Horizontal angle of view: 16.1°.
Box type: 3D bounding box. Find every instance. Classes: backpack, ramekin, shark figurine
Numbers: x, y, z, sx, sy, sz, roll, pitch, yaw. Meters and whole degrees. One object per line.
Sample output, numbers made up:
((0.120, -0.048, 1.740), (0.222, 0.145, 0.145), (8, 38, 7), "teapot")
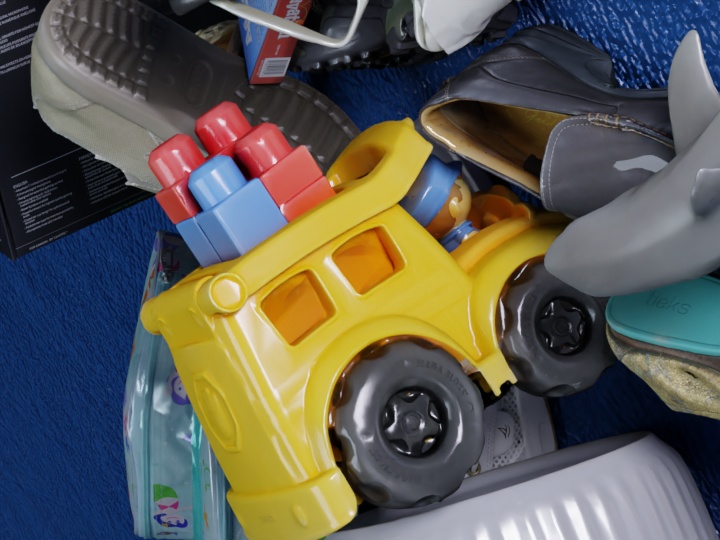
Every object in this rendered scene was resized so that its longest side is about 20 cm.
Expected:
((-0.047, 0.077, 1.312), (0.178, 0.149, 0.201), (94, 173, -45), "backpack")
((0.075, 0.146, 1.172), (0.200, 0.199, 0.106), (-19, 88, 66), "ramekin")
((0.138, -0.066, 0.942), (0.127, 0.089, 0.216), (25, 117, 24), "shark figurine")

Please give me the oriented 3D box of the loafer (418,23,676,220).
((0.104, -0.041, 1.070), (0.200, 0.072, 0.073), (30, 137, 50), "loafer")

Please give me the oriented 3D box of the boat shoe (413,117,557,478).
((0.043, 0.026, 1.261), (0.071, 0.069, 0.201), (21, 130, 60), "boat shoe")

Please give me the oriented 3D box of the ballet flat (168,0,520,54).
((0.011, -0.127, 1.053), (0.068, 0.198, 0.069), (-70, -17, -76), "ballet flat")

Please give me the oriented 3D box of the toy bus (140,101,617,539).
((0.000, 0.000, 1.142), (0.193, 0.199, 0.136), (59, 157, -4), "toy bus")

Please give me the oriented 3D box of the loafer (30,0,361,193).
((-0.074, -0.064, 1.222), (0.199, 0.076, 0.068), (34, 146, -14), "loafer")

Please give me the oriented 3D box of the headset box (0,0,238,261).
((-0.155, -0.138, 1.375), (0.093, 0.173, 0.201), (31, 141, 50), "headset box")

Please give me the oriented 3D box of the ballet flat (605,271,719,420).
((0.176, 0.042, 1.030), (0.200, 0.070, 0.071), (17, 129, 58), "ballet flat")

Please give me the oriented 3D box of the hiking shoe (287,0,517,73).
((0.012, -0.147, 1.177), (0.200, 0.075, 0.102), (-4, 91, 64), "hiking shoe")

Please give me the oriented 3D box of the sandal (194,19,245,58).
((-0.078, -0.089, 1.336), (0.069, 0.078, 0.212), (27, 159, 14), "sandal")

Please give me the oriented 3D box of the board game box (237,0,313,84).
((-0.050, -0.200, 1.201), (0.103, 0.019, 0.201), (118, 145, -60), "board game box")
